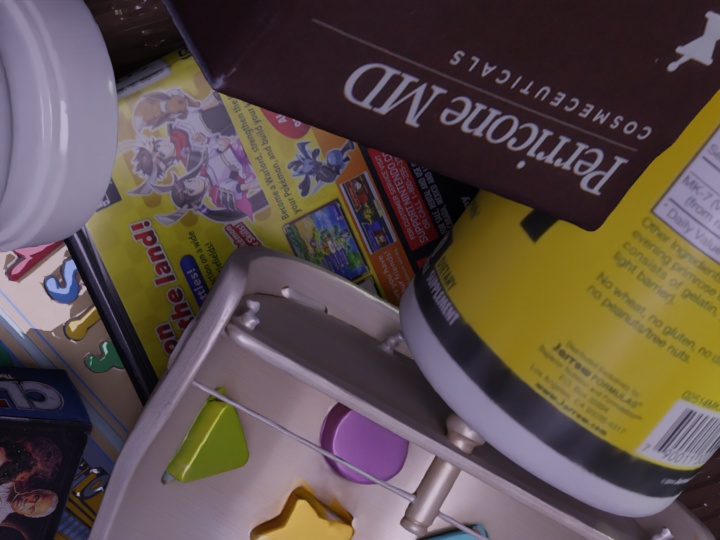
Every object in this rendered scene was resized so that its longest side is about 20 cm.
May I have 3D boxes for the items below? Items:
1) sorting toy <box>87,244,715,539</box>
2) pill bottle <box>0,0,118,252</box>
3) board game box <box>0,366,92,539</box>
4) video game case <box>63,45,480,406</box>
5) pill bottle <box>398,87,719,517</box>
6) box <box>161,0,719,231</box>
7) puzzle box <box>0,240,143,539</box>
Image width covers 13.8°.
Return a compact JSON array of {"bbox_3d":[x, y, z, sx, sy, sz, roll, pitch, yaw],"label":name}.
[{"bbox_3d":[-0.018,0.104,1.009,0.200,0.107,0.180,30,99,-21],"label":"sorting toy"},{"bbox_3d":[-0.182,-0.044,0.927,0.200,0.116,0.117,-10,110,-41],"label":"pill bottle"},{"bbox_3d":[-0.185,0.122,1.029,0.135,0.035,0.200,4,120,-31],"label":"board game box"},{"bbox_3d":[0.000,0.000,1.055,0.180,0.025,0.200,-27,106,-11],"label":"video game case"},{"bbox_3d":[0.112,-0.030,0.946,0.114,0.114,0.200,32,108,-15],"label":"pill bottle"},{"bbox_3d":[0.044,-0.152,0.853,0.166,0.164,0.200,18,121,-43],"label":"box"},{"bbox_3d":[-0.096,0.053,1.073,0.133,0.025,0.200,-40,107,5],"label":"puzzle box"}]
